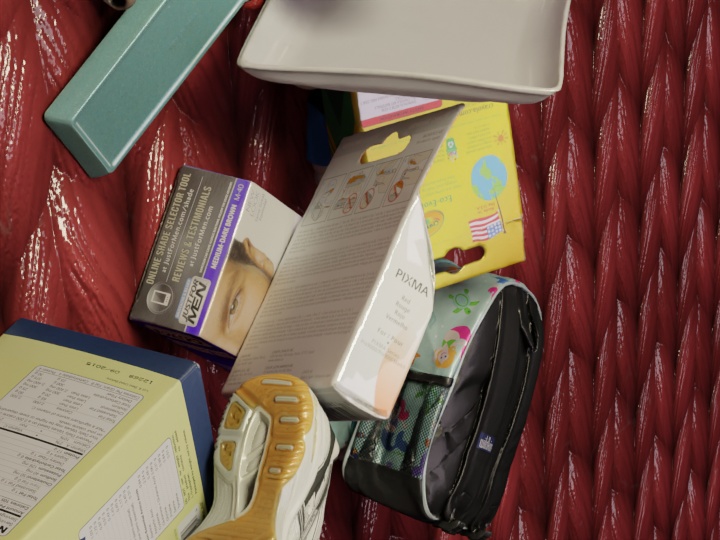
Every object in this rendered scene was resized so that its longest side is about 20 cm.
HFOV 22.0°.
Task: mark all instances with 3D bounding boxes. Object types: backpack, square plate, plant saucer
[{"bbox_3d":[0.062,0.093,1.466,0.177,0.149,0.202,30,82,-64],"label":"backpack"},{"bbox_3d":[0.035,-0.158,1.193,0.199,0.197,0.029,-74,168,-58],"label":"square plate"},{"bbox_3d":[-0.114,-0.149,1.135,0.201,0.019,0.070,-54,146,-14],"label":"plant saucer"}]

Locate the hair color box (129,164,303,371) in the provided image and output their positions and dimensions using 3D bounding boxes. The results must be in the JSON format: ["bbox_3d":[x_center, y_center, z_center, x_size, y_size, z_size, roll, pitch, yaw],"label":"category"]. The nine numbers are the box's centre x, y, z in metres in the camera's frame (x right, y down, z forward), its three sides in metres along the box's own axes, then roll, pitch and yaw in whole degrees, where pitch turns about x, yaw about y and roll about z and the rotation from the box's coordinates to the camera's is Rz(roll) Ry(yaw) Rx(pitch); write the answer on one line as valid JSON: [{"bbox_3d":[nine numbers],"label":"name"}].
[{"bbox_3d":[-0.071,0.015,1.282,0.200,0.064,0.110,33,72,-59],"label":"hair color box"}]

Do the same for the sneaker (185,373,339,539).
[{"bbox_3d":[-0.057,0.165,1.068,0.202,0.075,0.088,-68,151,-20],"label":"sneaker"}]

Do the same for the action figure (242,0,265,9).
[{"bbox_3d":[-0.071,-0.266,1.180,0.065,0.051,0.202,-25,125,-47],"label":"action figure"}]

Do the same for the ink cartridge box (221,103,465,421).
[{"bbox_3d":[0.000,0.000,1.177,0.050,0.162,0.201,35,70,-22],"label":"ink cartridge box"}]

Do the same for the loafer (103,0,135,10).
[{"bbox_3d":[-0.162,-0.202,1.020,0.200,0.071,0.064,30,81,-63],"label":"loafer"}]

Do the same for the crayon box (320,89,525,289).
[{"bbox_3d":[0.043,-0.090,1.305,0.126,0.051,0.202,-16,106,-27],"label":"crayon box"}]

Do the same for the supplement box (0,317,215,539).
[{"bbox_3d":[-0.184,0.173,1.056,0.200,0.133,0.202,-46,138,-45],"label":"supplement box"}]

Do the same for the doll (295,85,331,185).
[{"bbox_3d":[0.012,-0.116,1.359,0.137,0.049,0.199,-48,138,11],"label":"doll"}]
